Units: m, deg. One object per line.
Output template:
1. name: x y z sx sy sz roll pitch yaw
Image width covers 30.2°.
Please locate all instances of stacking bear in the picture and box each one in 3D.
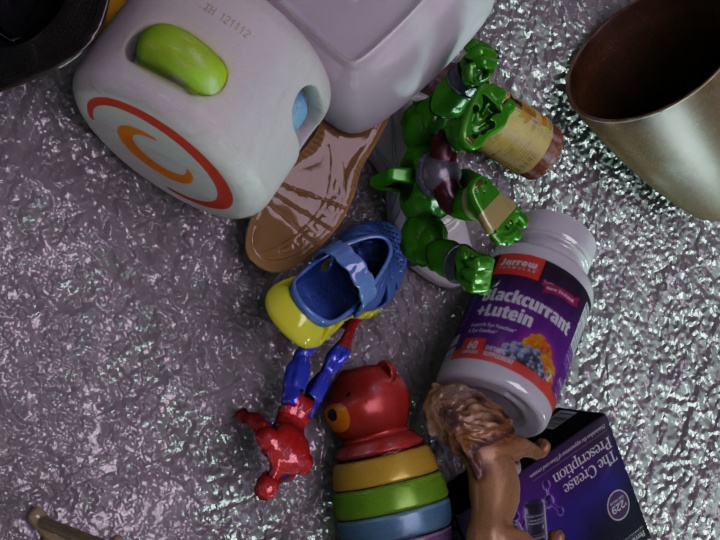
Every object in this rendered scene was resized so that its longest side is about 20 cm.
1. stacking bear: 0.019 0.183 1.186 0.113 0.121 0.203 -9 85 -37

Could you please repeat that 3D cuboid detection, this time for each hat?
1. hat: -0.261 -0.207 1.024 0.081 0.198 0.203 47 59 -65

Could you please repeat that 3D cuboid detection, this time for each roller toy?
1. roller toy: -0.123 -0.145 1.067 0.182 0.199 0.141 45 68 -32

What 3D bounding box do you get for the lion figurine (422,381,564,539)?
1. lion figurine: 0.115 0.196 1.160 0.122 0.072 0.202 20 49 -44

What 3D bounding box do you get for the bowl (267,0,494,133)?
1. bowl: -0.004 -0.244 1.133 0.200 0.075 0.200 -44 80 -6

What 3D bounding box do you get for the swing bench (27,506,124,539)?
1. swing bench: -0.170 0.290 1.013 0.199 0.198 0.131 36 71 -25

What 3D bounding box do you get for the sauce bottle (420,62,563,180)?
1. sauce bottle: 0.104 -0.156 1.268 0.199 0.066 0.067 29 74 -29

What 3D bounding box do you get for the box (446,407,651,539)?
1. box: 0.169 0.243 1.288 0.199 0.079 0.143 -29 105 -28

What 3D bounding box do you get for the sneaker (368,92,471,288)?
1. sneaker: 0.060 -0.074 1.233 0.070 0.080 0.202 -32 106 -29

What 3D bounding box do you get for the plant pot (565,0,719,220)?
1. plant pot: 0.335 -0.151 1.357 0.188 0.186 0.200 -55 128 -20

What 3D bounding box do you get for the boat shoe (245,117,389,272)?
1. boat shoe: -0.037 -0.084 1.180 0.073 0.069 0.201 35 79 -8

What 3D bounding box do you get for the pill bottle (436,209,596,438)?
1. pill bottle: 0.154 0.045 1.257 0.111 0.111 0.201 39 58 -23

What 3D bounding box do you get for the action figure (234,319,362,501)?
1. action figure: -0.066 0.119 1.167 0.065 0.099 0.201 37 49 -21

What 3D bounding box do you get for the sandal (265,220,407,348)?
1. sandal: 0.000 0.000 1.153 0.080 0.087 0.200 49 30 -1

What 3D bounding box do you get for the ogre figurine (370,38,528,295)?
1. ogre figurine: 0.074 -0.082 1.127 0.097 0.119 0.202 -17 95 -32
